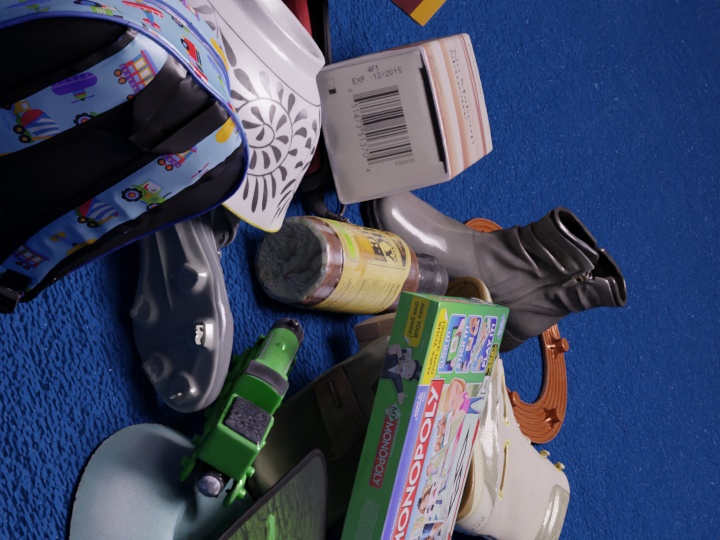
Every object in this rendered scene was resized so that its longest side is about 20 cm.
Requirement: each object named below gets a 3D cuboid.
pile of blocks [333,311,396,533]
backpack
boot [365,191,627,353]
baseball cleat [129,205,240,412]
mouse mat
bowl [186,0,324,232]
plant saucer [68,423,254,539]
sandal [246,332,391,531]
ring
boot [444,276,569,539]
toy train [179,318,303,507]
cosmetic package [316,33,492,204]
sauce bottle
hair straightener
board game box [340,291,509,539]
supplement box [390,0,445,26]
[{"bbox_3d":[0.012,0.110,1.339,0.082,0.062,0.200,52,41,-35],"label":"pile of blocks"},{"bbox_3d":[-0.158,-0.092,0.998,0.183,0.200,0.135,45,36,-39],"label":"backpack"},{"bbox_3d":[0.110,-0.023,1.509,0.200,0.130,0.068,40,41,-28],"label":"boot"},{"bbox_3d":[-0.100,-0.009,1.195,0.106,0.070,0.201,13,62,-59],"label":"baseball cleat"},{"bbox_3d":[-0.048,0.220,1.124,0.161,0.008,0.201,-38,130,-62],"label":"mouse mat"},{"bbox_3d":[-0.084,-0.129,1.191,0.201,0.094,0.201,47,11,-12],"label":"bowl"},{"bbox_3d":[-0.090,0.181,1.122,0.201,0.039,0.201,40,39,-44],"label":"plant saucer"},{"bbox_3d":[-0.004,0.091,1.241,0.080,0.057,0.201,42,48,3],"label":"sandal"},{"bbox_3d":[0.132,0.049,1.647,0.200,0.019,0.201,40,41,-46],"label":"ring"},{"bbox_3d":[0.101,0.120,1.485,0.155,0.072,0.201,37,47,-47],"label":"boot"},{"bbox_3d":[-0.066,0.079,1.169,0.042,0.056,0.200,31,20,-4],"label":"toy train"},{"bbox_3d":[0.035,-0.117,1.443,0.200,0.087,0.104,-43,120,-74],"label":"cosmetic package"},{"bbox_3d":[0.000,0.000,1.384,0.200,0.065,0.065,8,66,-62],"label":"sauce bottle"},{"bbox_3d":[-0.024,-0.120,1.440,0.077,0.041,0.201,11,64,-59],"label":"hair straightener"},{"bbox_3d":[0.037,0.115,1.227,0.135,0.029,0.201,6,99,-68],"label":"board game box"},{"bbox_3d":[-0.012,-0.316,1.402,0.200,0.133,0.197,32,13,-50],"label":"supplement box"}]
